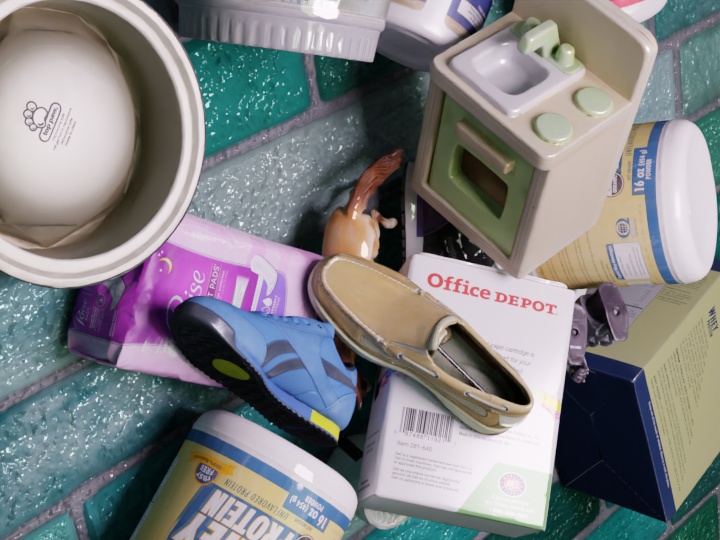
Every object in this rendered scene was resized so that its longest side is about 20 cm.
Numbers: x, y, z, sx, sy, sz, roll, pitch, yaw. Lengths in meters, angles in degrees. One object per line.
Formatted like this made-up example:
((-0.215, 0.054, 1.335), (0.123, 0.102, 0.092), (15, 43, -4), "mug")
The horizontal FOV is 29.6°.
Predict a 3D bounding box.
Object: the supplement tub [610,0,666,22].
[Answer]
((0.200, -0.324, 1.220), (0.140, 0.139, 0.202), (-31, 122, -36), "supplement tub")

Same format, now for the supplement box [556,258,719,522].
((0.303, 0.113, 1.450), (0.200, 0.133, 0.202), (-43, 129, -31), "supplement box")

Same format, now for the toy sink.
((0.128, -0.117, 1.068), (0.112, 0.130, 0.201), (-33, 152, -30), "toy sink")

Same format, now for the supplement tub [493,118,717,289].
((0.213, -0.056, 1.243), (0.144, 0.198, 0.147), (15, 73, -62), "supplement tub")

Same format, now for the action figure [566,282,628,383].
((0.166, 0.074, 1.270), (0.129, 0.200, 0.070), (-7, 76, -24), "action figure")

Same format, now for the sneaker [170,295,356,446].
((-0.066, 0.056, 1.004), (0.200, 0.065, 0.079), (44, 61, -46), "sneaker")

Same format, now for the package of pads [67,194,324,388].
((-0.117, 0.025, 1.039), (0.199, 0.075, 0.122), (17, 85, -47), "package of pads")

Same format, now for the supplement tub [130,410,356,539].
((-0.106, 0.226, 1.044), (0.145, 0.144, 0.202), (42, 70, -43), "supplement tub")

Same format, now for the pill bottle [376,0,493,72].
((0.072, -0.274, 1.123), (0.111, 0.110, 0.202), (30, 80, -46), "pill bottle")

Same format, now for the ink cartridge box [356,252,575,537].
((0.086, 0.103, 1.120), (0.143, 0.084, 0.203), (12, 73, -8), "ink cartridge box")

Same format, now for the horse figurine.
((0.000, 0.000, 1.139), (0.133, 0.049, 0.203), (-41, 136, -68), "horse figurine")

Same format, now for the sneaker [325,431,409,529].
((0.059, 0.149, 1.217), (0.199, 0.118, 0.075), (-25, 110, -22), "sneaker")

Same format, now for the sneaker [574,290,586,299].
((0.235, -0.024, 1.382), (0.115, 0.073, 0.203), (17, 84, -43), "sneaker")

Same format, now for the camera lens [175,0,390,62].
((-0.048, -0.258, 0.968), (0.159, 0.159, 0.203), (-1, 102, -45), "camera lens")

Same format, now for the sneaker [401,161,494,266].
((0.081, 0.005, 1.209), (0.076, 0.086, 0.203), (-74, 164, -72), "sneaker")

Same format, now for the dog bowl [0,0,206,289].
((-0.204, -0.092, 0.900), (0.198, 0.073, 0.203), (-6, 100, -37), "dog bowl")

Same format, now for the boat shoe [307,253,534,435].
((0.051, 0.047, 1.042), (0.199, 0.076, 0.072), (33, 71, -2), "boat shoe")
